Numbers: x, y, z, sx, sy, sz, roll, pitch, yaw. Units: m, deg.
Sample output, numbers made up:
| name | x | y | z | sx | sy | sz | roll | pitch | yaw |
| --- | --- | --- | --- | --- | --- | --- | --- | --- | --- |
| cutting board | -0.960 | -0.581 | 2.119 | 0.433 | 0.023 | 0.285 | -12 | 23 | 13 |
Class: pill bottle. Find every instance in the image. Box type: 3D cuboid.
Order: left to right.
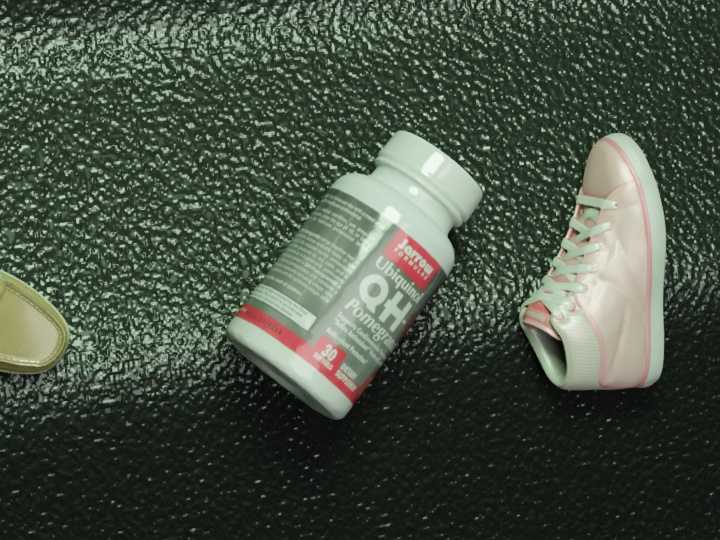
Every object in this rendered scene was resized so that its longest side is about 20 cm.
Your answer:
| name | x | y | z | sx | sy | sz | roll | pitch | yaw |
| --- | --- | --- | --- | --- | --- | --- | --- | --- | --- |
| pill bottle | 0.000 | 0.000 | 1.562 | 0.111 | 0.111 | 0.201 | 39 | 82 | -17 |

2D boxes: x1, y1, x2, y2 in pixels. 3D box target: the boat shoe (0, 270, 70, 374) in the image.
| name | x | y | z | sx | sy | sz | roll | pitch | yaw |
| --- | --- | --- | --- | --- | --- | --- | --- | --- | --- |
| boat shoe | -0.292 | 0.019 | 1.486 | 0.199 | 0.066 | 0.074 | 26 | 86 | -18 |

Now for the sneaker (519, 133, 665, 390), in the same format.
| name | x | y | z | sx | sy | sz | roll | pitch | yaw |
| --- | --- | --- | --- | --- | --- | --- | --- | --- | --- |
| sneaker | 0.176 | -0.001 | 1.640 | 0.104 | 0.075 | 0.202 | -8 | 101 | -23 |
